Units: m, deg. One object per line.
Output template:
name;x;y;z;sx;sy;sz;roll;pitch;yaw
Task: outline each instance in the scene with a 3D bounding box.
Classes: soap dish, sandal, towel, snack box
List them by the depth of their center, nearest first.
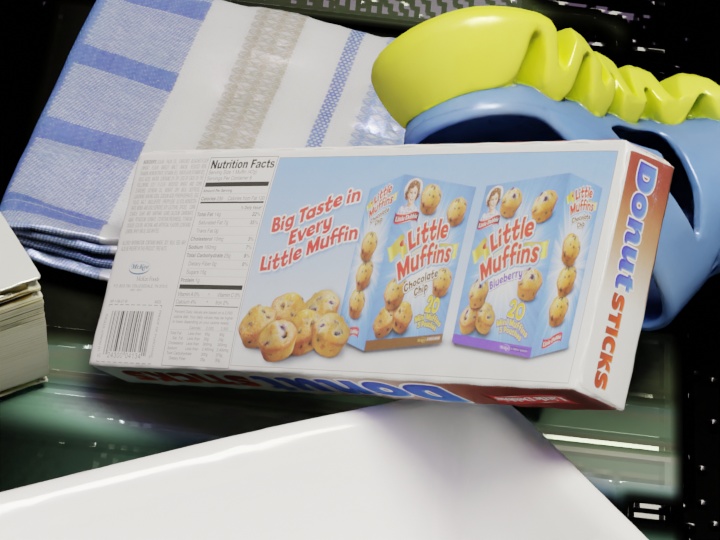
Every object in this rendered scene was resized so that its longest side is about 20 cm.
soap dish;-0.020;0.109;0.765;0.200;0.081;0.157;-12;24;-17
snack box;0.000;0.000;0.836;0.200;0.024;0.072;1;72;44
sandal;0.088;-0.020;0.903;0.200;0.079;0.087;8;68;-36
towel;-0.012;-0.034;0.962;0.200;0.024;0.147;15;48;6

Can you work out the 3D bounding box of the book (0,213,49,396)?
book;-0.216;0.008;0.891;0.200;0.048;0.134;-20;50;-20
